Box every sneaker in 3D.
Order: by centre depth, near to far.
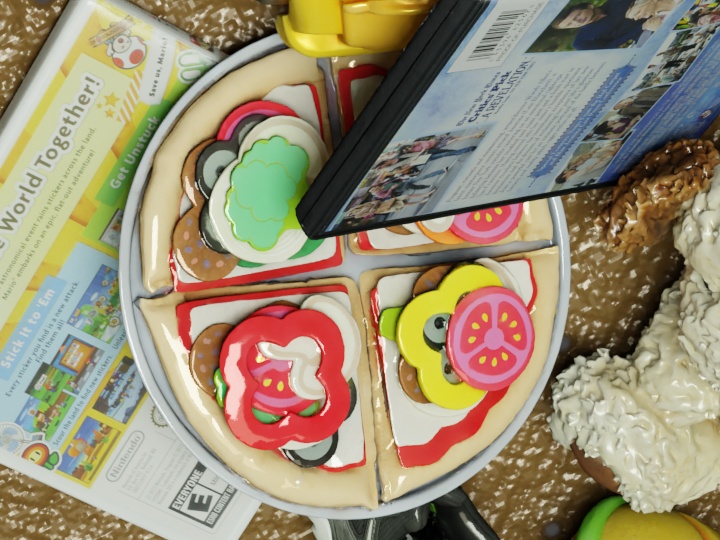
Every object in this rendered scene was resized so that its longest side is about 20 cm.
[{"bbox_3d":[0.034,0.157,1.138,0.066,0.090,0.201,-29,117,-24],"label":"sneaker"}]

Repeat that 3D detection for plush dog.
[{"bbox_3d":[0.184,0.023,1.073,0.161,0.199,0.172,-49,146,-24],"label":"plush dog"}]

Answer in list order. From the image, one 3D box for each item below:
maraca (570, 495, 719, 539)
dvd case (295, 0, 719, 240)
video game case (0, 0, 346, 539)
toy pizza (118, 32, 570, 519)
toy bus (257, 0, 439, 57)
[{"bbox_3d":[0.146,0.193,1.155,0.107,0.137,0.201,-22,98,32],"label":"maraca"},{"bbox_3d":[0.082,-0.072,1.010,0.199,0.018,0.143,-11,151,-39],"label":"dvd case"},{"bbox_3d":[-0.085,0.006,1.093,0.181,0.023,0.200,27,107,-21],"label":"video game case"},{"bbox_3d":[0.000,0.000,1.054,0.199,0.032,0.201,0,90,-23],"label":"toy pizza"},{"bbox_3d":[0.021,-0.167,0.937,0.135,0.192,0.201,-12,107,-7],"label":"toy bus"}]
